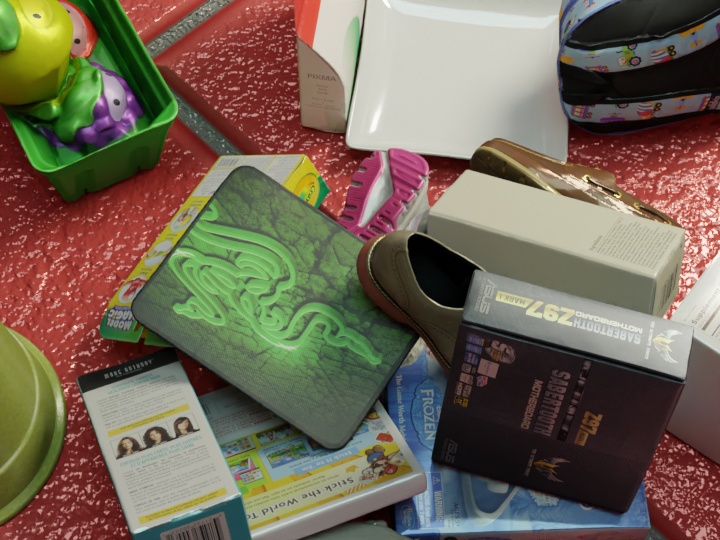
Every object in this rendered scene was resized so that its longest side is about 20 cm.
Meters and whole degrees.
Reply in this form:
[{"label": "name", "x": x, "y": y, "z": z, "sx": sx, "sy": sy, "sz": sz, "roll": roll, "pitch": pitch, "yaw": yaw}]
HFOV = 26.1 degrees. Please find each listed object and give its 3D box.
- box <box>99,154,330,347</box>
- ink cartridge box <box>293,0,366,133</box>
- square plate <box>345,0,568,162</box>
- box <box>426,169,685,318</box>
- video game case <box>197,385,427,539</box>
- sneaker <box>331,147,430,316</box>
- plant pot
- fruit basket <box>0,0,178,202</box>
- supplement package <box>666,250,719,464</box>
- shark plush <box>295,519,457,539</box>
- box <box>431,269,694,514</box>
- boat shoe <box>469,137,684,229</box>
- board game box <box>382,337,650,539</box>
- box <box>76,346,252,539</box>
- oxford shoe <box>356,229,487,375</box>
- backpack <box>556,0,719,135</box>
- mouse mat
[{"label": "box", "x": -0.122, "y": -0.010, "z": 1.274, "sx": 0.117, "sy": 0.048, "sz": 0.200, "roll": 4, "pitch": 49, "yaw": 46}, {"label": "ink cartridge box", "x": -0.024, "y": -0.243, "z": 1.357, "sx": 0.050, "sy": 0.200, "sz": 0.162, "roll": 7, "pitch": 60, "yaw": 2}, {"label": "square plate", "x": 0.095, "y": -0.177, "z": 1.422, "sx": 0.197, "sy": 0.029, "sz": 0.201, "roll": 7, "pitch": 60, "yaw": 2}, {"label": "box", "x": 0.158, "y": -0.014, "z": 1.271, "sx": 0.199, "sy": 0.069, "sz": 0.082, "roll": 18, "pitch": 38, "yaw": 24}, {"label": "video game case", "x": -0.073, "y": 0.143, "z": 1.188, "sx": 0.199, "sy": 0.023, "sz": 0.182, "roll": -18, "pitch": 34, "yaw": -12}, {"label": "sneaker", "x": 0.000, "y": 0.000, "z": 1.281, "sx": 0.081, "sy": 0.088, "sz": 0.200, "roll": 30, "pitch": 74, "yaw": 36}, {"label": "plant pot", "x": -0.335, "y": 0.078, "z": 1.167, "sx": 0.199, "sy": 0.190, "sz": 0.201, "roll": 0, "pitch": 59, "yaw": -1}, {"label": "fruit basket", "x": -0.261, "y": -0.182, "z": 1.315, "sx": 0.155, "sy": 0.216, "sz": 0.216, "roll": -24, "pitch": 63, "yaw": -15}, {"label": "supplement package", "x": 0.346, "y": 0.078, "z": 1.209, "sx": 0.199, "sy": 0.152, "sz": 0.151, "roll": 34, "pitch": 64, "yaw": 17}, {"label": "shark plush", "x": 0.004, "y": 0.225, "z": 1.164, "sx": 0.199, "sy": 0.084, "sz": 0.091, "roll": -7, "pitch": 32, "yaw": -14}, {"label": "box", "x": 0.139, "y": 0.092, "z": 1.117, "sx": 0.157, "sy": 0.200, "sz": 0.051, "roll": 15, "pitch": 55, "yaw": 5}, {"label": "boat shoe", "x": 0.188, "y": -0.055, "z": 1.333, "sx": 0.199, "sy": 0.072, "sz": 0.068, "roll": 32, "pitch": 58, "yaw": 10}, {"label": "board game box", "x": 0.118, "y": 0.122, "z": 1.240, "sx": 0.198, "sy": 0.043, "sz": 0.201, "roll": -1, "pitch": 60, "yaw": -4}, {"label": "box", "x": -0.148, "y": 0.138, "z": 1.150, "sx": 0.082, "sy": 0.049, "sz": 0.200, "roll": -18, "pitch": 34, "yaw": -12}, {"label": "oxford shoe", "x": 0.088, "y": 0.041, "z": 1.183, "sx": 0.199, "sy": 0.075, "sz": 0.071, "roll": 35, "pitch": 68, "yaw": -16}, {"label": "backpack", "x": 0.262, "y": -0.214, "z": 1.368, "sx": 0.199, "sy": 0.183, "sz": 0.135, "roll": -14, "pitch": 52, "yaw": 2}, {"label": "mouse mat", "x": -0.056, "y": 0.025, "z": 1.201, "sx": 0.199, "sy": 0.008, "sz": 0.161, "roll": 32, "pitch": 68, "yaw": 6}]
